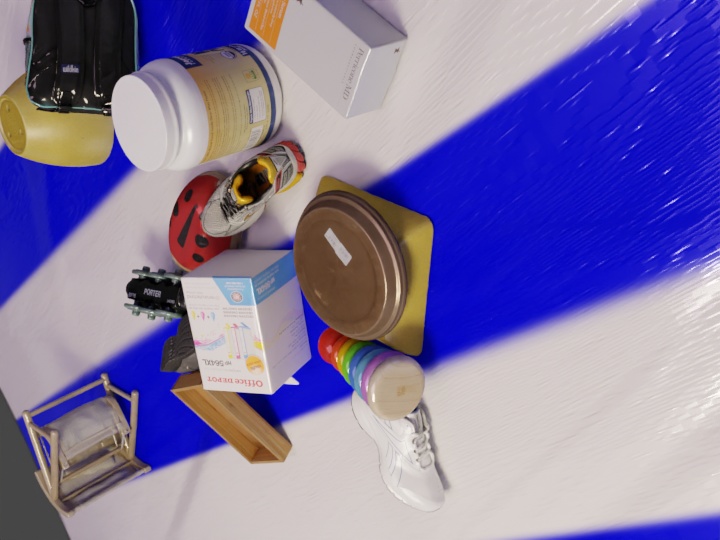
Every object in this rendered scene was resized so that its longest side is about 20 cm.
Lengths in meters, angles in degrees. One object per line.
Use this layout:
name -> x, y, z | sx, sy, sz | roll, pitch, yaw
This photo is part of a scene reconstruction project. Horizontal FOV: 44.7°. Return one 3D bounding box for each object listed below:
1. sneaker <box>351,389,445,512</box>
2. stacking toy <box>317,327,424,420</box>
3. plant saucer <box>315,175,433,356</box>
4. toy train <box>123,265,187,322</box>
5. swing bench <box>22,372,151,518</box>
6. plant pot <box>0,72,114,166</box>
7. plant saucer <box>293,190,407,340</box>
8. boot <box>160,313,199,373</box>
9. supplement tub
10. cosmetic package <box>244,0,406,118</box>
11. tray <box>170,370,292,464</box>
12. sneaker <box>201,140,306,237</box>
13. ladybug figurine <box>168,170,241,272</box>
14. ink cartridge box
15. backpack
sneaker -> 0.061, 0.236, 1.200 | 0.087, 0.074, 0.203 | -35, 83, 42
stacking toy -> 0.004, 0.125, 1.187 | 0.199, 0.084, 0.087 | 30, 130, 57
plant saucer -> 0.000, 0.000, 1.169 | 0.198, 0.048, 0.204 | 25, 124, 35
toy train -> -0.310, 0.046, 1.456 | 0.198, 0.113, 0.087 | 5, 80, 47
swing bench -> -0.551, 0.351, 1.774 | 0.128, 0.197, 0.205 | 17, 119, 39
plant pot -> -0.544, -0.267, 1.527 | 0.198, 0.141, 0.204 | 21, 122, 37
plant saucer -> -0.022, -0.002, 1.135 | 0.198, 0.029, 0.205 | 21, 121, 39
boot -> -0.236, 0.127, 1.408 | 0.199, 0.129, 0.071 | -31, 49, 59
supplement tub -> -0.218, -0.218, 1.177 | 0.143, 0.198, 0.148 | 20, 122, 37
cosmetic package -> -0.046, -0.289, 1.067 | 0.200, 0.071, 0.103 | 44, 133, 22
tray -> -0.210, 0.242, 1.438 | 0.098, 0.037, 0.200 | -15, 125, 47
sneaker -> -0.168, -0.112, 1.235 | 0.199, 0.082, 0.079 | -39, 85, 35
ladybug figurine -> -0.249, -0.068, 1.371 | 0.136, 0.071, 0.202 | 47, 134, 20
ink cartridge box -> -0.163, 0.085, 1.294 | 0.126, 0.125, 0.205 | 0, 109, 26
backpack -> -0.428, -0.349, 1.350 | 0.153, 0.172, 0.205 | -139, 52, -66
